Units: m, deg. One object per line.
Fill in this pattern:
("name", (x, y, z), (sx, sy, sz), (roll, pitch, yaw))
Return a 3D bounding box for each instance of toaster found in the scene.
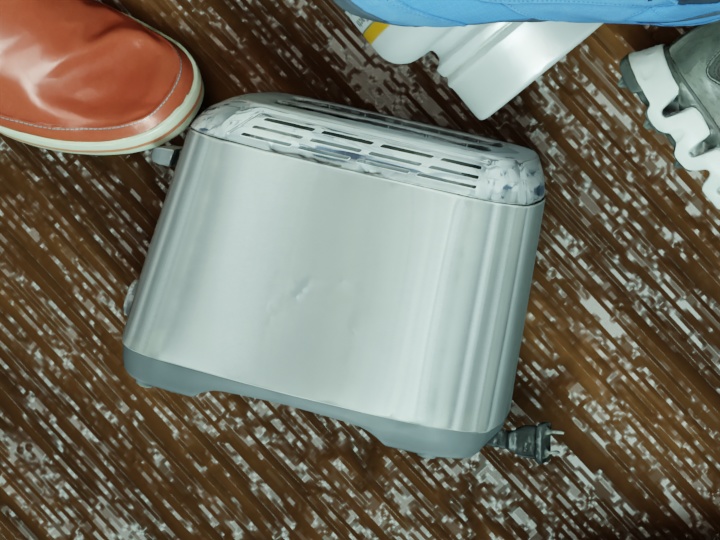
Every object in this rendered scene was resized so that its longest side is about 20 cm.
("toaster", (0.000, 0.000, 1.214), (0.199, 0.114, 0.130), (14, 99, 11))

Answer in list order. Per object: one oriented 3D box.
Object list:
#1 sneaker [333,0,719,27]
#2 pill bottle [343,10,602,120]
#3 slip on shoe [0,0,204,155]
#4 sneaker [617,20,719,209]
("sneaker", (0.082, -0.128, 1.103), (0.199, 0.078, 0.067), (-2, 95, -28))
("pill bottle", (0.018, -0.164, 1.186), (0.109, 0.109, 0.200), (-39, 91, 13))
("slip on shoe", (-0.163, -0.109, 1.242), (0.199, 0.061, 0.074), (25, 69, 7))
("sneaker", (0.198, -0.029, 1.198), (0.090, 0.066, 0.201), (-34, 89, 16))
